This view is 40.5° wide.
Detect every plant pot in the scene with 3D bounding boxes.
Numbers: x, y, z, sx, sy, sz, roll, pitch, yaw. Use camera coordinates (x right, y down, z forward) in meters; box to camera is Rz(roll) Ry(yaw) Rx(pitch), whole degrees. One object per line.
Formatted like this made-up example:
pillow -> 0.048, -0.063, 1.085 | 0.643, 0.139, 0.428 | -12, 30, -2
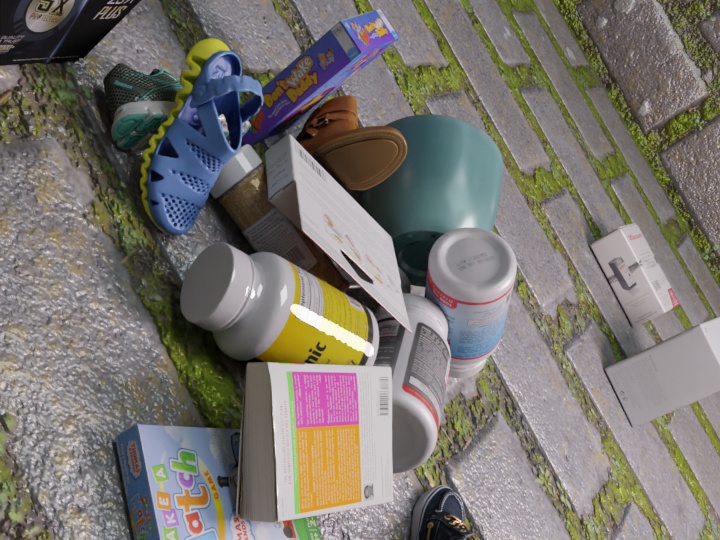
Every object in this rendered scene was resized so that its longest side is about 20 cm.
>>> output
plant pot -> 0.091, -0.078, 1.307 | 0.200, 0.199, 0.163 | 35, 46, -34

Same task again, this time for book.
book -> -0.032, 0.155, 0.910 | 0.199, 0.047, 0.137 | 12, 77, -55

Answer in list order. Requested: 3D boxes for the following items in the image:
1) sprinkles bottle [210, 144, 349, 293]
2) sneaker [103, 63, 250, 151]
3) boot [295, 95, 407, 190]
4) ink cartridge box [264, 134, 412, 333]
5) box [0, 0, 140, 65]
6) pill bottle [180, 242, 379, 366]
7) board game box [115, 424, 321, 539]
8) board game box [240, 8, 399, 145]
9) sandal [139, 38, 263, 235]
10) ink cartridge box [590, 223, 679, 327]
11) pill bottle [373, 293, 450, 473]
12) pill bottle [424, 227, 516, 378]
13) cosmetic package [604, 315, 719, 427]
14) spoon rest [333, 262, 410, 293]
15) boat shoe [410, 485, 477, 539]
sprinkles bottle -> -0.094, -0.042, 1.101 | 0.201, 0.068, 0.068 | 54, 29, -9
sneaker -> -0.199, -0.180, 1.066 | 0.199, 0.077, 0.092 | 2, 57, -58
boot -> -0.017, -0.160, 1.195 | 0.077, 0.198, 0.157 | 46, 39, -24
ink cartridge box -> -0.025, -0.031, 1.083 | 0.200, 0.043, 0.175 | 43, 24, -35
box -> -0.297, -0.272, 0.904 | 0.087, 0.163, 0.199 | 58, 28, 2
pill bottle -> -0.082, 0.049, 0.990 | 0.199, 0.111, 0.113 | 31, 39, -39
board game box -> -0.115, 0.216, 0.857 | 0.198, 0.036, 0.154 | 14, 52, -51
board game box -> -0.057, -0.238, 1.207 | 0.045, 0.199, 0.134 | 54, 29, -4
sandal -> -0.157, -0.131, 0.982 | 0.086, 0.204, 0.079 | 22, 5, 33
ink cartridge box -> 0.593, 0.008, 2.110 | 0.145, 0.084, 0.203 | -10, 73, -59
pill bottle -> 0.043, 0.121, 1.112 | 0.116, 0.115, 0.201 | 48, 31, -18
pill bottle -> 0.133, 0.048, 1.239 | 0.202, 0.106, 0.110 | 92, -6, -51
cosmetic package -> 0.597, 0.186, 1.827 | 0.198, 0.199, 0.125 | -5, 66, -57
spoon rest -> 0.000, 0.000, 1.216 | 0.199, 0.060, 0.101 | 35, 36, -37
boat shoe -> 0.101, 0.298, 1.061 | 0.071, 0.090, 0.201 | 51, 30, -12
